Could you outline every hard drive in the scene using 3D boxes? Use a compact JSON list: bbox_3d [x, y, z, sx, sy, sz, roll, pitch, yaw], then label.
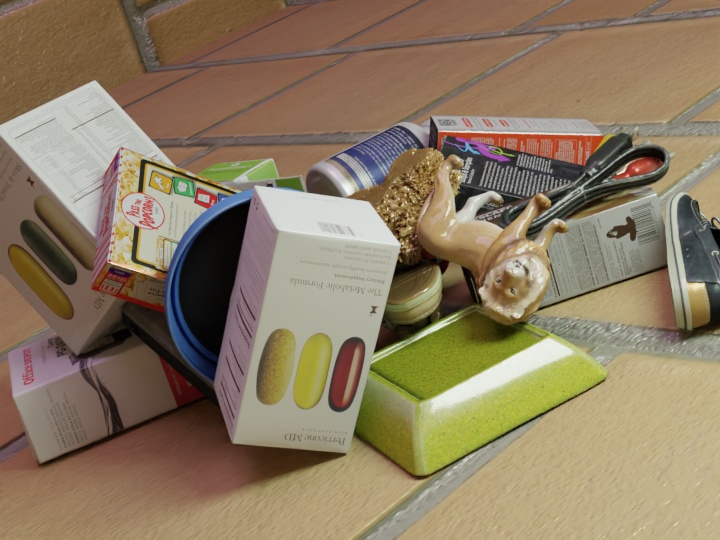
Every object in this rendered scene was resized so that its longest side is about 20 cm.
[{"bbox_3d":[-0.122,0.068,1.384,0.200,0.033,0.139,37,51,28],"label":"hard drive"}]

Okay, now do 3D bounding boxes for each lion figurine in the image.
[{"bbox_3d":[0.110,-0.026,1.293,0.123,0.073,0.199,-50,42,-13],"label":"lion figurine"}]

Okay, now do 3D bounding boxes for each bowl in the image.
[{"bbox_3d":[-0.083,0.018,1.280,0.199,0.202,0.039,-21,26,-6],"label":"bowl"}]

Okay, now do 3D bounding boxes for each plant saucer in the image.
[{"bbox_3d":[0.086,0.091,1.243,0.199,0.048,0.200,-26,20,-18],"label":"plant saucer"}]

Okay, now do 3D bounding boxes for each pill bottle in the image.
[{"bbox_3d":[0.039,-0.122,1.771,0.199,0.112,0.111,-28,21,-25],"label":"pill bottle"}]

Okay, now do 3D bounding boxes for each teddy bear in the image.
[{"bbox_3d":[0.019,-0.038,1.398,0.144,0.067,0.200,-10,34,46],"label":"teddy bear"}]

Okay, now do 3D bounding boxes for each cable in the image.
[{"bbox_3d":[0.229,-0.075,1.364,0.200,0.051,0.097,-40,45,-19],"label":"cable"}]

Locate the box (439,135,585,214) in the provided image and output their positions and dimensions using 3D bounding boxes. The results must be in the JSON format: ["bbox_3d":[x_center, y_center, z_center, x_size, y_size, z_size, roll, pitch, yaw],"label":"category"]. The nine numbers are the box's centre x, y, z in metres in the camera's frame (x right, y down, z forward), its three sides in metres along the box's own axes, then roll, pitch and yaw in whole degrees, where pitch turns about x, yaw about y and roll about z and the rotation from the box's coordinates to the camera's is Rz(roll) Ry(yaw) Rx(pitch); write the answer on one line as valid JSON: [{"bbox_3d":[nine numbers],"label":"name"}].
[{"bbox_3d":[0.178,-0.093,1.547,0.198,0.036,0.143,14,26,5],"label":"box"}]

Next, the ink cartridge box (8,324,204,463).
[{"bbox_3d":[-0.268,0.109,1.476,0.199,0.084,0.145,-21,20,-10],"label":"ink cartridge box"}]

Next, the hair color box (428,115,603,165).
[{"bbox_3d":[0.186,-0.149,1.685,0.198,0.062,0.102,2,17,-3],"label":"hair color box"}]

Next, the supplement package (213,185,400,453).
[{"bbox_3d":[-0.051,0.044,1.217,0.113,0.201,0.110,6,21,-18],"label":"supplement package"}]

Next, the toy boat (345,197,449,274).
[{"bbox_3d":[0.000,0.000,1.507,0.199,0.131,0.131,-15,50,14],"label":"toy boat"}]

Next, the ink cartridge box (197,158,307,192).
[{"bbox_3d":[-0.105,-0.054,1.670,0.199,0.149,0.076,-2,24,39],"label":"ink cartridge box"}]

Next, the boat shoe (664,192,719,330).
[{"bbox_3d":[0.313,-0.012,1.276,0.062,0.075,0.200,-9,26,14],"label":"boat shoe"}]

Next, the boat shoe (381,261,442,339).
[{"bbox_3d":[0.052,0.033,1.359,0.074,0.067,0.200,-26,7,-1],"label":"boat shoe"}]

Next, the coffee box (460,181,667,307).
[{"bbox_3d":[0.200,-0.028,1.410,0.199,0.080,0.114,-18,19,2],"label":"coffee box"}]

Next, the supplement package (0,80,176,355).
[{"bbox_3d":[-0.284,-0.055,1.433,0.151,0.200,0.152,-38,-7,-48],"label":"supplement package"}]

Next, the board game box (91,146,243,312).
[{"bbox_3d":[-0.155,-0.022,1.349,0.046,0.199,0.152,-49,31,40],"label":"board game box"}]
